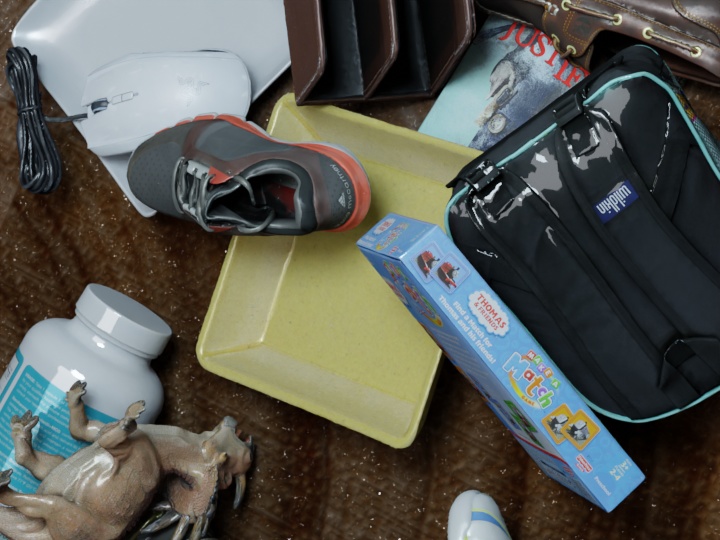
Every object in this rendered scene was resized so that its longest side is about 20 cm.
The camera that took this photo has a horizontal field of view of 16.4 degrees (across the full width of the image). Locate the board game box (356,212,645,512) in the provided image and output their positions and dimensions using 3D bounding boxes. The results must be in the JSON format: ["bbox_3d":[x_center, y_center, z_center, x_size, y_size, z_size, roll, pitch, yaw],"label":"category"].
[{"bbox_3d":[0.083,0.053,1.537,0.037,0.151,0.200,-41,100,-5],"label":"board game box"}]

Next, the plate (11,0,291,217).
[{"bbox_3d":[-0.137,-0.173,1.805,0.200,0.032,0.200,-47,65,16],"label":"plate"}]

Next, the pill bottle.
[{"bbox_3d":[-0.211,0.112,1.758,0.111,0.111,0.201,36,100,28],"label":"pill bottle"}]

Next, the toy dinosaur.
[{"bbox_3d":[-0.171,0.153,1.681,0.199,0.136,0.086,-30,29,3],"label":"toy dinosaur"}]

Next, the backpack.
[{"bbox_3d":[0.168,-0.017,1.537,0.175,0.153,0.200,-37,93,14],"label":"backpack"}]

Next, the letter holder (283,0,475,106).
[{"bbox_3d":[0.006,-0.228,1.655,0.100,0.142,0.201,-4,77,-13],"label":"letter holder"}]

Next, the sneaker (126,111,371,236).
[{"bbox_3d":[-0.092,-0.060,1.672,0.199,0.082,0.078,4,107,36],"label":"sneaker"}]

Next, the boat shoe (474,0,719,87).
[{"bbox_3d":[0.156,-0.161,1.597,0.199,0.070,0.071,11,84,29],"label":"boat shoe"}]

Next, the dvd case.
[{"bbox_3d":[0.138,-0.129,1.656,0.146,0.022,0.201,38,100,28],"label":"dvd case"}]

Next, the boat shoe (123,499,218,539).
[{"bbox_3d":[-0.180,0.243,1.746,0.201,0.072,0.061,-43,65,8],"label":"boat shoe"}]

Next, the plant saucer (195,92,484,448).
[{"bbox_3d":[0.000,0.000,1.686,0.199,0.048,0.201,20,92,36],"label":"plant saucer"}]

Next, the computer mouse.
[{"bbox_3d":[-0.171,-0.120,1.773,0.199,0.044,0.110,-9,78,27],"label":"computer mouse"}]

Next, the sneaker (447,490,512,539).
[{"bbox_3d":[0.123,0.231,1.589,0.104,0.076,0.201,-16,82,13],"label":"sneaker"}]
